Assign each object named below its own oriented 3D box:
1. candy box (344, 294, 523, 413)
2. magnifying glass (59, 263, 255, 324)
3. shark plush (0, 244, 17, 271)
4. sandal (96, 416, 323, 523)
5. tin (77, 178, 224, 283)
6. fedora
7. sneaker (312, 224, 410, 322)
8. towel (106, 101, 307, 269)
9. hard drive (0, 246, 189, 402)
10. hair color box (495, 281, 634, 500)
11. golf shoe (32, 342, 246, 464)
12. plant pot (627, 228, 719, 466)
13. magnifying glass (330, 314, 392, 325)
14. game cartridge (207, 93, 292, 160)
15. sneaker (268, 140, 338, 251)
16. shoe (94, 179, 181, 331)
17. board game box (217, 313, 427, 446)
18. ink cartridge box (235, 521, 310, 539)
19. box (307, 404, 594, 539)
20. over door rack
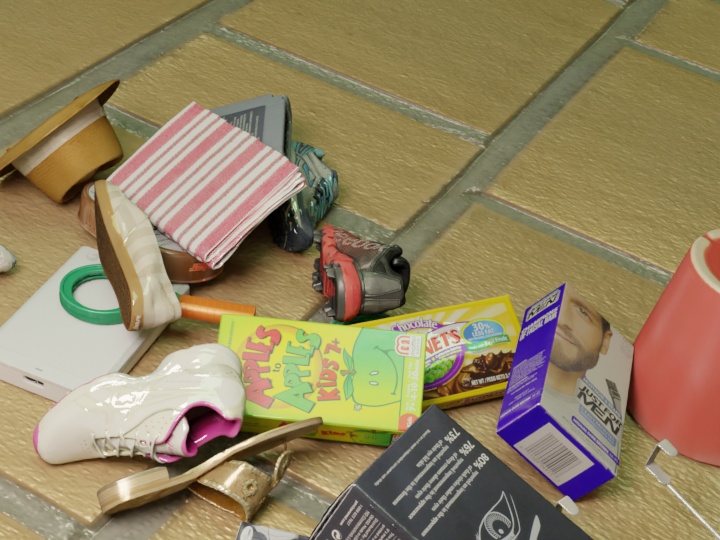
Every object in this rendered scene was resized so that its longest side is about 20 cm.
[{"bbox_3d":[0.075,0.089,1.328,0.198,0.026,0.103,-11,63,-20],"label":"candy box"},{"bbox_3d":[-0.205,0.033,1.336,0.198,0.023,0.080,8,37,-1],"label":"magnifying glass"},{"bbox_3d":[-0.459,-0.029,1.393,0.199,0.092,0.083,8,11,32],"label":"shark plush"},{"bbox_3d":[-0.121,0.195,1.164,0.210,0.078,0.070,-16,75,-20],"label":"sandal"},{"bbox_3d":[-0.229,-0.048,1.441,0.111,0.042,0.200,-18,40,-41],"label":"tin"},{"bbox_3d":[-0.326,-0.133,1.486,0.082,0.200,0.201,53,40,-9],"label":"fedora"},{"bbox_3d":[0.000,0.000,1.399,0.097,0.071,0.201,-3,17,-10],"label":"sneaker"},{"bbox_3d":[-0.169,-0.094,1.416,0.146,0.030,0.200,-44,53,-18],"label":"towel"},{"bbox_3d":[-0.275,0.055,1.327,0.131,0.026,0.200,19,38,11],"label":"hard drive"},{"bbox_3d":[0.205,0.115,1.297,0.109,0.065,0.200,42,34,-14],"label":"hair color box"},{"bbox_3d":[-0.194,0.134,1.169,0.199,0.076,0.092,-22,47,-1],"label":"golf shoe"},{"bbox_3d":[0.379,0.068,1.344,0.199,0.178,0.201,6,36,-5],"label":"plant pot"},{"bbox_3d":[0.063,0.074,1.376,0.198,0.023,0.080,4,37,-10],"label":"magnifying glass"},{"bbox_3d":[-0.146,-0.140,1.525,0.132,0.042,0.201,-17,30,9],"label":"game cartridge"},{"bbox_3d":[-0.063,-0.094,1.536,0.086,0.078,0.201,4,37,-14],"label":"sneaker"},{"bbox_3d":[-0.228,-0.017,1.325,0.053,0.070,0.201,-7,48,-21],"label":"shoe"},{"bbox_3d":[-0.039,0.105,1.255,0.198,0.048,0.102,6,65,0],"label":"board game box"},{"bbox_3d":[-0.017,0.275,1.090,0.198,0.039,0.100,13,36,2],"label":"ink cartridge box"},{"bbox_3d":[0.078,0.231,1.062,0.200,0.105,0.148,41,36,11],"label":"box"},{"bbox_3d":[0.264,0.264,1.135,0.147,0.067,0.201,-21,68,-36],"label":"over door rack"}]
